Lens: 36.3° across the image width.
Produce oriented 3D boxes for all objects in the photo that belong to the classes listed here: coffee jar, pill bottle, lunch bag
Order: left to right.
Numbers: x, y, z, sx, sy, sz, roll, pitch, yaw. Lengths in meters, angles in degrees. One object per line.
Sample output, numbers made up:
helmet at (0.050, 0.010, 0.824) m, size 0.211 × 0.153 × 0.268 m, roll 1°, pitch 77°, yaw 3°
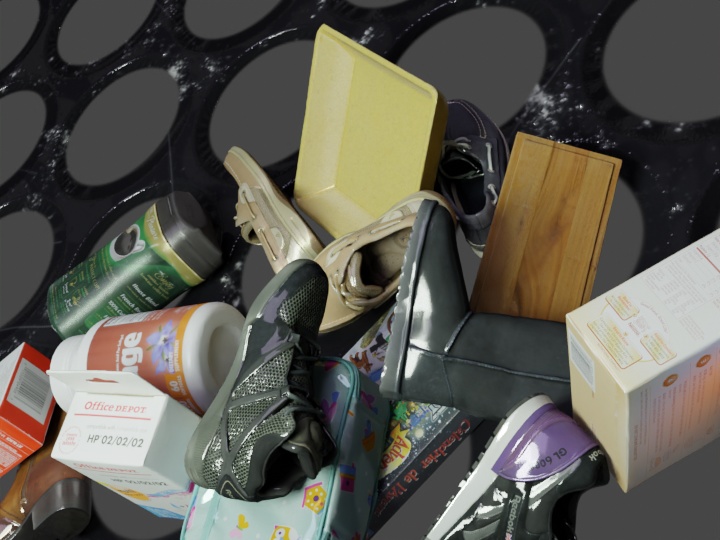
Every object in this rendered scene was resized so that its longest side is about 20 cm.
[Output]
coffee jar at (-0.243, 0.004, 1.203) m, size 0.199 × 0.085 × 0.105 m, roll -37°, pitch 36°, yaw 8°
pill bottle at (-0.210, 0.098, 1.100) m, size 0.198 × 0.112 × 0.113 m, roll -9°, pitch 55°, yaw 29°
lunch bag at (-0.068, 0.175, 0.921) m, size 0.159 × 0.077 × 0.202 m, roll -4°, pitch 57°, yaw 31°

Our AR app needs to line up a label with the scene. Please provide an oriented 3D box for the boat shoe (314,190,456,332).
boat shoe at (0.000, 0.000, 1.007) m, size 0.200 × 0.071 × 0.065 m, roll -41°, pitch 4°, yaw 33°

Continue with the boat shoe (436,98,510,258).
boat shoe at (0.105, -0.105, 1.060) m, size 0.072 × 0.063 × 0.201 m, roll -25°, pitch 49°, yaw 17°

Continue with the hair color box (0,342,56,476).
hair color box at (-0.408, 0.177, 1.170) m, size 0.199 × 0.064 × 0.111 m, roll -34°, pitch 30°, yaw 25°

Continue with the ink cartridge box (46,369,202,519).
ink cartridge box at (-0.189, 0.161, 0.981) m, size 0.114 × 0.200 × 0.068 m, roll -2°, pitch 59°, yaw 33°

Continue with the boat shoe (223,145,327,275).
boat shoe at (-0.106, -0.061, 1.166) m, size 0.064 × 0.071 × 0.200 m, roll -41°, pitch 47°, yaw 2°

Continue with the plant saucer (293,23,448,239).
plant saucer at (0.015, -0.118, 1.083) m, size 0.200 × 0.048 × 0.202 m, roll 40°, pitch 128°, yaw 44°

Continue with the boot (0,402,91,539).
boot at (-0.361, 0.216, 1.155) m, size 0.188 × 0.068 × 0.201 m, roll -42°, pitch 40°, yaw 18°

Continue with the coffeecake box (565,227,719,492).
coffeecake box at (0.247, 0.048, 0.762) m, size 0.199 × 0.154 × 0.073 m, roll -28°, pitch 54°, yaw -7°

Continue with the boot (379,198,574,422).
boot at (0.127, 0.042, 0.868) m, size 0.198 × 0.066 × 0.167 m, roll 11°, pitch 91°, yaw 9°

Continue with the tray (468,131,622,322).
tray at (0.158, -0.018, 0.954) m, size 0.098 × 0.037 × 0.202 m, roll 15°, pitch 67°, yaw 7°

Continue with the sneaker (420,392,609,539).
sneaker at (0.109, 0.196, 0.814) m, size 0.087 × 0.075 × 0.201 m, roll 41°, pitch 115°, yaw 30°

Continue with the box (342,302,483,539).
box at (0.022, 0.127, 0.974) m, size 0.200 × 0.038 × 0.137 m, roll -46°, pitch 46°, yaw -2°

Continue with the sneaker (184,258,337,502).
sneaker at (-0.052, 0.091, 0.866) m, size 0.113 × 0.076 × 0.201 m, roll 13°, pitch 70°, yaw 38°
